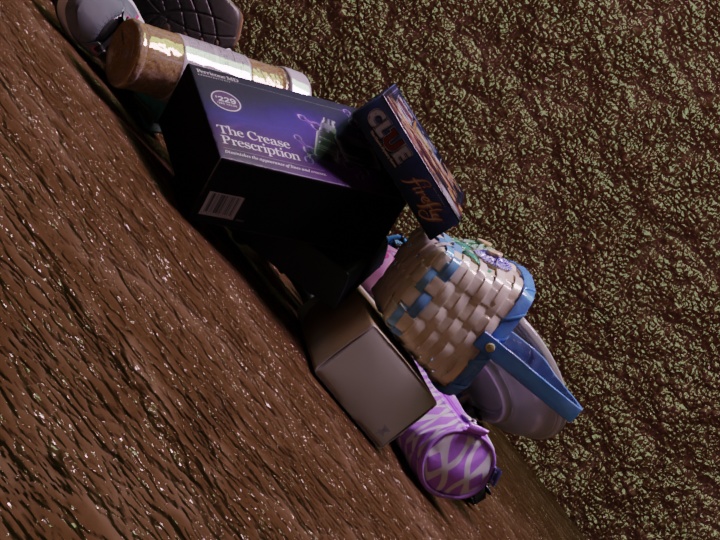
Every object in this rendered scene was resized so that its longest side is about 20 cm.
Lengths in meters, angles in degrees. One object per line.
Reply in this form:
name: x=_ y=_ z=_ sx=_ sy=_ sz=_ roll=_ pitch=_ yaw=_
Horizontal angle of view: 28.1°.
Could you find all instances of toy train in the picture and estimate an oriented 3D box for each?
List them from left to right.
toy train: x=0.118 y=0.196 z=1.600 sx=0.046 sy=0.034 sz=0.200 roll=51 pitch=-17 yaw=36

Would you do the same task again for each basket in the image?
basket: x=0.115 y=0.056 z=1.358 sx=0.200 sy=0.139 sz=0.176 roll=42 pitch=4 yaw=-16

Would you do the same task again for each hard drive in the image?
hard drive: x=-0.070 y=-0.058 z=1.397 sx=0.200 sy=0.042 sz=0.135 roll=39 pitch=32 yaw=6

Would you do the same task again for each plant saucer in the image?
plant saucer: x=0.135 y=0.107 z=1.545 sx=0.200 sy=0.050 sz=0.201 roll=40 pitch=-28 yaw=28

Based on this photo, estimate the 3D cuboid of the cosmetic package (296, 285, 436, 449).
cosmetic package: x=0.002 y=0.081 z=1.384 sx=0.105 sy=0.071 sz=0.200 roll=51 pitch=3 yaw=-17

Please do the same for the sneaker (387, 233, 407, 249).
sneaker: x=0.058 y=0.005 z=1.626 sx=0.199 sy=0.082 sz=0.073 roll=0 pitch=33 yaw=-25

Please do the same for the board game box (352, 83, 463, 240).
board game box: x=0.049 y=-0.109 z=1.381 sx=0.136 sy=0.035 sz=0.200 roll=57 pitch=10 yaw=-7

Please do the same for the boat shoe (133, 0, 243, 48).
boat shoe: x=-0.222 y=-0.285 z=1.533 sx=0.199 sy=0.076 sz=0.074 roll=16 pitch=11 yaw=0

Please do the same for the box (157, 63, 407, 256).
box: x=-0.073 y=-0.102 z=1.341 sx=0.199 sy=0.079 sz=0.141 roll=11 pitch=36 yaw=-32

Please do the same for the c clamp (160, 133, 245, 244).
c clamp: x=-0.105 y=-0.084 z=1.493 sx=0.200 sy=0.170 sz=0.027 roll=-113 pitch=-154 yaw=-42

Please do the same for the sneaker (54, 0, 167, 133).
sneaker: x=-0.218 y=-0.203 z=1.428 sx=0.121 sy=0.084 sz=0.200 roll=42 pitch=-3 yaw=32

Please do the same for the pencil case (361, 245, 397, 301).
pencil case: x=0.000 y=0.000 z=1.518 sx=0.200 sy=0.088 sz=0.087 roll=34 pitch=1 yaw=8

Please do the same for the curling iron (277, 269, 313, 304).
curling iron: x=-0.046 y=0.036 z=1.596 sx=0.200 sy=0.026 sz=0.050 roll=51 pitch=7 yaw=-11

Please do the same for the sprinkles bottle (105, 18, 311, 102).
sprinkles bottle: x=-0.144 y=-0.183 z=1.385 sx=0.199 sy=0.068 sz=0.068 roll=13 pitch=28 yaw=-37

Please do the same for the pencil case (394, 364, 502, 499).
pencil case: x=0.072 y=0.152 z=1.453 sx=0.084 sy=0.086 sz=0.200 roll=12 pitch=16 yaw=-21

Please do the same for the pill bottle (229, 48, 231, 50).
pill bottle: x=-0.188 y=-0.212 z=1.621 sx=0.200 sy=0.112 sz=0.112 roll=51 pitch=3 yaw=0
